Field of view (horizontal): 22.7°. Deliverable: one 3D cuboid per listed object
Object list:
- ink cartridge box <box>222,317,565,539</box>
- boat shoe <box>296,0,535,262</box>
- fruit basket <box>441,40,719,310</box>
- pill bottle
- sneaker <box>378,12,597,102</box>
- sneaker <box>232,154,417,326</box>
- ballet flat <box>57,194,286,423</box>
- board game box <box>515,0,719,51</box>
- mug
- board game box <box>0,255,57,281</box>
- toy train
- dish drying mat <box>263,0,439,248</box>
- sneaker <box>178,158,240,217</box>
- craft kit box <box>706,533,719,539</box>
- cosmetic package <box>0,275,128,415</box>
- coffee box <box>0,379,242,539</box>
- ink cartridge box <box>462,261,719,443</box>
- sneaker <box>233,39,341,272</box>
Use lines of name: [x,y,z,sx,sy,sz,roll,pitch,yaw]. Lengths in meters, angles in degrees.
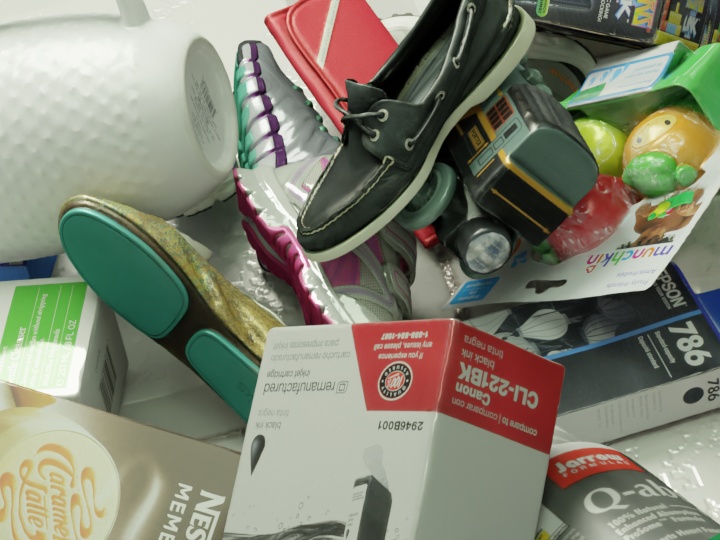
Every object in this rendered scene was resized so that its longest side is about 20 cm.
ink cartridge box: [0.006,0.132,0.871,0.144,0.084,0.201,-5,68,49]
boat shoe: [0.020,-0.096,1.047,0.199,0.066,0.074,-47,33,-7]
fruit basket: [0.155,-0.055,1.106,0.200,0.094,0.185,-45,22,-30]
pill bottle: [0.121,0.154,0.883,0.115,0.116,0.200,-27,32,-18]
sneaker: [0.063,-0.128,1.256,0.199,0.074,0.080,4,49,15]
sneaker: [0.000,0.000,1.091,0.088,0.081,0.200,-26,65,-12]
ballet flat: [-0.094,0.022,1.069,0.200,0.071,0.071,43,54,-3]
board game box: [0.153,-0.189,1.228,0.165,0.057,0.200,14,8,21]
mug: [-0.178,-0.111,1.105,0.174,0.201,0.148,-8,22,16]
board game box: [-0.279,-0.053,1.259,0.151,0.045,0.201,-2,42,8]
toy train: [0.073,-0.079,1.102,0.114,0.085,0.200,-44,31,16]
dish drying mat: [0.018,-0.110,1.213,0.077,0.018,0.200,-27,71,-26]
sneaker: [-0.132,-0.111,1.261,0.077,0.080,0.200,-24,31,-13]
craft kit box: [0.162,0.218,0.766,0.199,0.198,0.048,-24,16,-15]
cosmetic package: [-0.250,0.072,1.087,0.199,0.085,0.108,-4,43,5]
coffee box: [-0.158,0.131,0.952,0.199,0.080,0.115,15,70,9]
ink cartridge box: [0.149,0.052,1.065,0.199,0.039,0.100,-16,41,-7]
sneaker: [-0.038,-0.080,1.235,0.087,0.075,0.201,-5,52,-9]
